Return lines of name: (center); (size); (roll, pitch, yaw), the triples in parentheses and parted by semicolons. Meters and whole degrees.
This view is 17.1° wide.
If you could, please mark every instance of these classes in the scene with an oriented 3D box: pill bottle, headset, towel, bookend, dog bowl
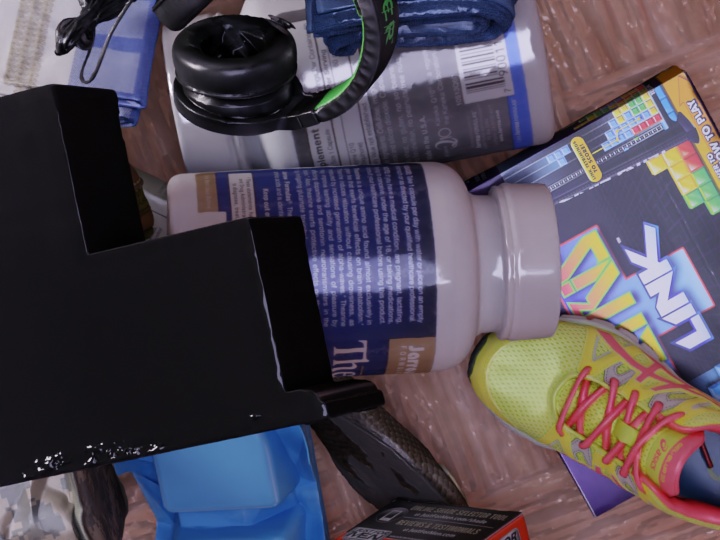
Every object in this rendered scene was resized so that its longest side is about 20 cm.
pill bottle: (0.000, 0.000, 1.254); (0.199, 0.111, 0.111); (-3, 98, -5)
pill bottle: (-0.002, -0.106, 1.302); (0.200, 0.114, 0.114); (-10, 97, 2)
headset: (-0.069, -0.133, 1.206); (0.200, 0.094, 0.124); (-7, 118, 30)
towel: (-0.207, -0.146, 1.304); (0.199, 0.024, 0.147); (6, 55, -2)
towel: (0.023, -0.207, 1.263); (0.111, 0.049, 0.200); (-6, 58, 3)
bookend: (-0.114, -0.009, 1.151); (0.198, 0.092, 0.200); (-13, 87, 18)
dog bowl: (-0.071, 0.132, 1.340); (0.111, 0.050, 0.200); (-4, 115, 13)

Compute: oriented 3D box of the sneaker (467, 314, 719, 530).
sneaker: (0.152, 0.084, 1.284); (0.200, 0.090, 0.078); (23, 100, -1)

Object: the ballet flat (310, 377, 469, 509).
ballet flat: (-0.008, 0.078, 1.360); (0.200, 0.067, 0.046); (41, 55, -4)

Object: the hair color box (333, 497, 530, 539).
hair color box: (0.061, 0.231, 1.325); (0.061, 0.101, 0.200); (-29, 110, -40)

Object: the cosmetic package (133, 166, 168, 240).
cosmetic package: (-0.188, -0.028, 1.333); (0.200, 0.073, 0.104); (26, 97, -3)

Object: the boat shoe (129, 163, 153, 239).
boat shoe: (-0.206, -0.007, 1.263); (0.200, 0.072, 0.068); (-21, 106, 9)

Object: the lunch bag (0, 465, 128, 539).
lunch bag: (-0.236, 0.133, 1.308); (0.200, 0.164, 0.118); (-15, 102, 1)

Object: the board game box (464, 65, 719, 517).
board game box: (0.154, 0.011, 1.346); (0.165, 0.057, 0.200); (-30, 97, 3)
